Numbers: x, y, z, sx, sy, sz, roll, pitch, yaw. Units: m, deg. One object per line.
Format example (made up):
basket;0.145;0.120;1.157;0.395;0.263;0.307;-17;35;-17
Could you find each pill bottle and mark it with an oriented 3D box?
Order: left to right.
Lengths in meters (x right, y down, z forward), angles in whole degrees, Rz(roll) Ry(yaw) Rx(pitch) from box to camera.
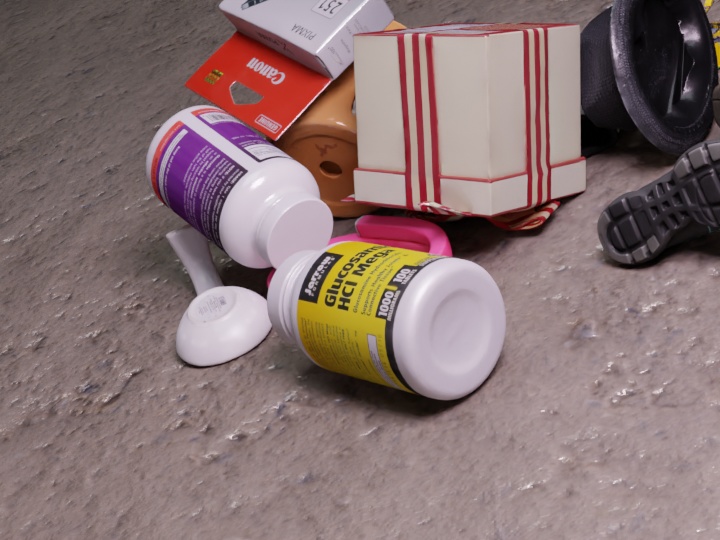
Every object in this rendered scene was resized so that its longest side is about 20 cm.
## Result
pill bottle;-0.116;-0.076;1.487;0.112;0.113;0.200;-32;45;-23
pill bottle;0.014;0.036;1.262;0.112;0.113;0.200;-37;29;-31

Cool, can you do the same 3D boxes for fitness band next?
fitness band;0.000;0.000;1.438;0.199;0.038;0.144;6;36;47

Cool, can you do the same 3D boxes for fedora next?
fedora;0.266;-0.199;1.473;0.091;0.201;0.201;-14;23;42

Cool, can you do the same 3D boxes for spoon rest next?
spoon rest;-0.143;0.029;1.487;0.099;0.061;0.200;-24;38;-2

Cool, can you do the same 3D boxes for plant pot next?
plant pot;-0.016;-0.151;1.599;0.199;0.200;0.140;-8;45;27

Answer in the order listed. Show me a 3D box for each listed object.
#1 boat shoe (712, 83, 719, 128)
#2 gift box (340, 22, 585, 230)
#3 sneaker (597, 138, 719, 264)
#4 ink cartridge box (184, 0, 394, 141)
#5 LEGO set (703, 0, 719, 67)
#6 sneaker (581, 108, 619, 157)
boat shoe;0.419;-0.146;1.371;0.199;0.076;0.074;10;32;35
gift box;0.088;-0.134;1.437;0.184;0.188;0.199;9;18;44
sneaker;0.285;-0.067;1.263;0.079;0.076;0.200;-23;0;-41
ink cartridge box;-0.085;-0.234;1.548;0.174;0.044;0.200;-46;40;-9
LEGO set;0.434;-0.299;1.602;0.200;0.116;0.154;-33;27;-24
sneaker;0.176;-0.162;1.532;0.198;0.081;0.115;11;39;7
